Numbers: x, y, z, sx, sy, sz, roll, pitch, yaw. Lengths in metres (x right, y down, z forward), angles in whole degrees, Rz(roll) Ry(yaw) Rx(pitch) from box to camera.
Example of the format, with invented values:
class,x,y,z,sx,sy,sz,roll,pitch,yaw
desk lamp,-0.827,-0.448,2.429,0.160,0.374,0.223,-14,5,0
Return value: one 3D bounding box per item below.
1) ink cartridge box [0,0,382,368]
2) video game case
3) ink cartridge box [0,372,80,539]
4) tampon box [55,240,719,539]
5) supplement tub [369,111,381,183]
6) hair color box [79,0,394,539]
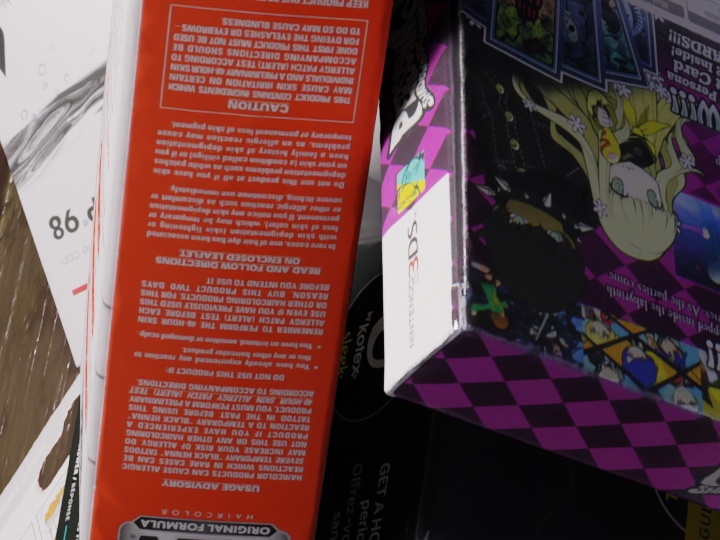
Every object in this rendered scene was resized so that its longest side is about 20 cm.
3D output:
class,x,y,z,sx,sy,sz,roll,pitch,yaw
ink cartridge box,-0.048,-0.046,0.951,0.115,0.067,0.201,-24,82,31
video game case,0.093,-0.023,0.732,0.036,0.199,0.182,-41,39,42
ink cartridge box,-0.074,0.110,1.089,0.161,0.050,0.200,-55,29,24
tampon box,0.010,0.093,0.869,0.200,0.126,0.151,-22,52,52
supplement tub,0.041,-0.111,0.872,0.144,0.144,0.201,-32,75,47
hair color box,-0.033,-0.028,0.738,0.102,0.061,0.201,-98,14,-56
